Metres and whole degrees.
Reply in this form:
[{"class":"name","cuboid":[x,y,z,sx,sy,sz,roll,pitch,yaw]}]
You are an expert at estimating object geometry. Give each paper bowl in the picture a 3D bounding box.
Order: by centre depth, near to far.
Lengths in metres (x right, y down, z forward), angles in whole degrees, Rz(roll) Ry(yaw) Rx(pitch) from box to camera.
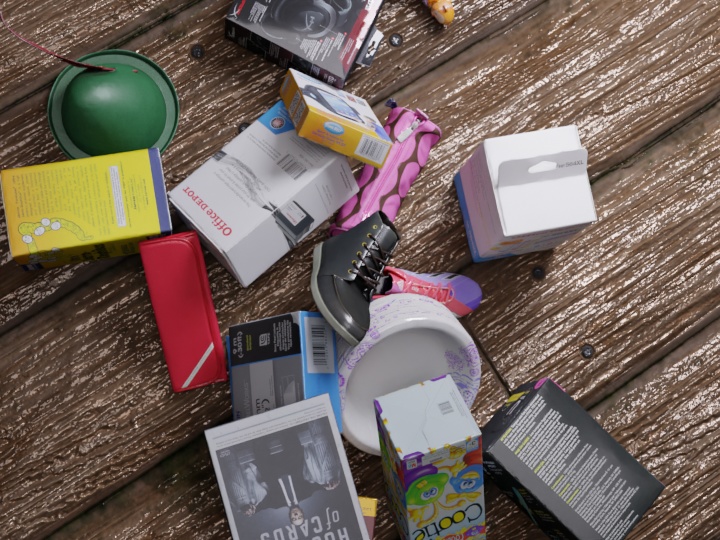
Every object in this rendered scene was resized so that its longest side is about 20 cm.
[{"class":"paper bowl","cuboid":[0.044,0.124,1.469,0.197,0.105,0.204,-10,121,-17]}]

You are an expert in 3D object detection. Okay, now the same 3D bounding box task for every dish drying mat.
[{"class":"dish drying mat","cuboid":[-0.222,0.053,1.471,0.075,0.018,0.203,-11,109,-4]}]

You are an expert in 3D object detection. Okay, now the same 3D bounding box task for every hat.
[{"class":"hat","cuboid":[-0.329,-0.224,1.464,0.196,0.176,0.169,-8,82,-9]}]

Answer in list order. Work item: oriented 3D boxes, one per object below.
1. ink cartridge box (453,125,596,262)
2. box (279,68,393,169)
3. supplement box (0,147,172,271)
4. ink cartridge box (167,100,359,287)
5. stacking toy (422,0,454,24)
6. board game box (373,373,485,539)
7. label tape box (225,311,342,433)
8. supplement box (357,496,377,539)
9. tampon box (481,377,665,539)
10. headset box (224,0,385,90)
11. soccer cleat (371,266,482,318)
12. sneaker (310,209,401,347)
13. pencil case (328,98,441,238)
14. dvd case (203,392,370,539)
[{"class":"ink cartridge box","cuboid":[0.212,-0.098,1.505,0.126,0.200,0.128,-11,82,-9]},{"class":"box","cuboid":[-0.036,-0.201,1.493,0.117,0.201,0.042,20,112,-21]},{"class":"supplement box","cuboid":[-0.342,-0.075,1.474,0.196,0.109,0.112,-10,82,-9]},{"class":"ink cartridge box","cuboid":[-0.124,-0.099,1.489,0.199,0.085,0.144,-40,52,-11]},{"class":"stacking toy","cuboid":[0.076,-0.430,1.604,0.109,0.116,0.202,-28,99,-11]},{"class":"board game box","cuboid":[0.086,0.245,1.424,0.101,0.202,0.105,-17,41,-10]},{"class":"label tape box","cuboid":[-0.115,0.136,1.429,0.066,0.198,0.146,5,76,-48]},{"class":"supplement box","cuboid":[-0.065,0.367,1.393,0.130,0.197,0.204,7,79,-5]},{"class":"tampon box","cuboid":[0.253,0.252,1.479,0.200,0.150,0.126,44,79,1]},{"class":"headset box","cuboid":[-0.064,-0.344,1.571,0.198,0.077,0.151,26,78,-4]},{"class":"soccer cleat","cuboid":[0.067,0.027,1.528,0.196,0.076,0.068,7,80,-6]},{"class":"sneaker","cuboid":[0.000,0.000,1.398,0.106,0.201,0.075,-36,121,16]},{"class":"pencil case","cuboid":[0.031,-0.117,1.538,0.090,0.094,0.202,28,79,-12]},{"class":"dvd case","cuboid":[-0.078,0.255,1.299,0.148,0.025,0.203,-16,81,-9]}]
